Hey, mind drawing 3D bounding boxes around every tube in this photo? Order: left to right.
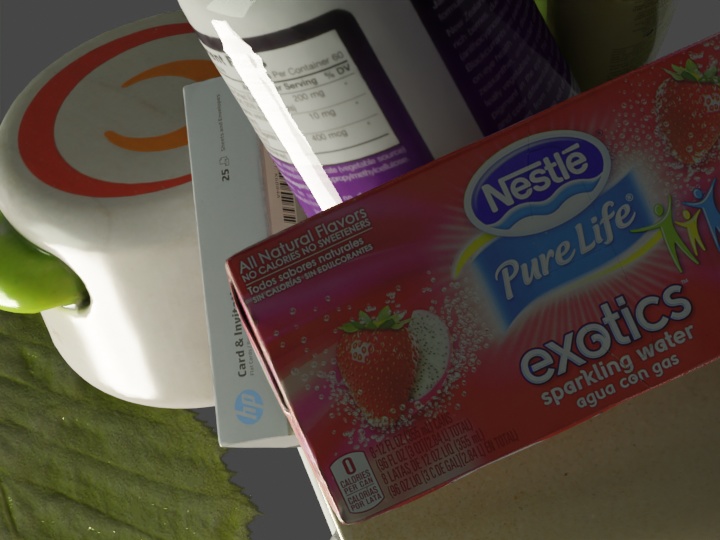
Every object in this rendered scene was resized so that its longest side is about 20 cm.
[{"bbox_3d":[0.094,-0.092,0.960,0.200,0.058,0.052,80,176,-73],"label":"tube"}]

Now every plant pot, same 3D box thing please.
[{"bbox_3d":[0.076,0.046,0.978,0.187,0.200,0.187,158,90,-88],"label":"plant pot"}]

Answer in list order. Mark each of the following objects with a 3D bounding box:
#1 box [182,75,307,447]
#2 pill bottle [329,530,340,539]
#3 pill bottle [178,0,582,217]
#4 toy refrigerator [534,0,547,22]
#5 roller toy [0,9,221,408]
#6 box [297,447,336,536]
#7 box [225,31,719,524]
[{"bbox_3d":[0.000,0.000,1.114,0.200,0.041,0.156,5,-103,-58],"label":"box"},{"bbox_3d":[0.038,0.155,1.237,0.114,0.200,0.114,32,178,2],"label":"pill bottle"},{"bbox_3d":[0.002,-0.091,0.891,0.200,0.111,0.111,59,-178,-30],"label":"pill bottle"},{"bbox_3d":[0.060,-0.128,1.000,0.070,0.076,0.200,28,159,23],"label":"toy refrigerator"},{"bbox_3d":[-0.077,-0.028,1.229,0.183,0.200,0.140,-74,-25,-46],"label":"roller toy"},{"bbox_3d":[0.074,0.099,1.422,0.200,0.171,0.199,44,-161,-57],"label":"box"},{"bbox_3d":[0.063,0.000,0.814,0.100,0.200,0.096,117,128,-87],"label":"box"}]
